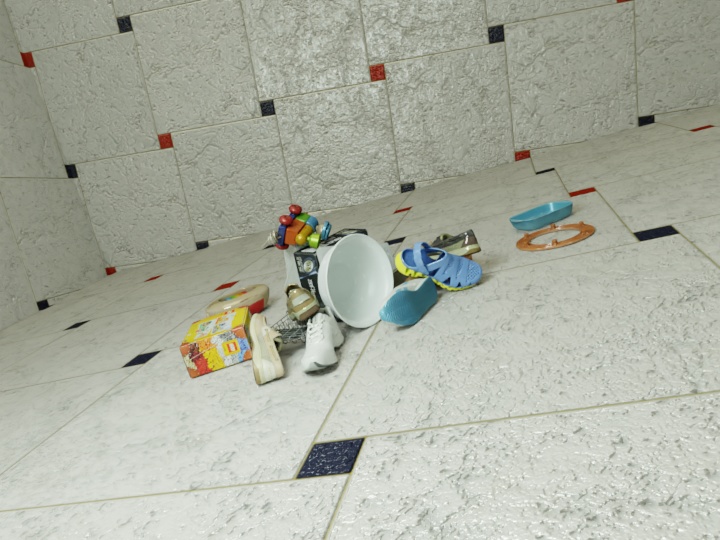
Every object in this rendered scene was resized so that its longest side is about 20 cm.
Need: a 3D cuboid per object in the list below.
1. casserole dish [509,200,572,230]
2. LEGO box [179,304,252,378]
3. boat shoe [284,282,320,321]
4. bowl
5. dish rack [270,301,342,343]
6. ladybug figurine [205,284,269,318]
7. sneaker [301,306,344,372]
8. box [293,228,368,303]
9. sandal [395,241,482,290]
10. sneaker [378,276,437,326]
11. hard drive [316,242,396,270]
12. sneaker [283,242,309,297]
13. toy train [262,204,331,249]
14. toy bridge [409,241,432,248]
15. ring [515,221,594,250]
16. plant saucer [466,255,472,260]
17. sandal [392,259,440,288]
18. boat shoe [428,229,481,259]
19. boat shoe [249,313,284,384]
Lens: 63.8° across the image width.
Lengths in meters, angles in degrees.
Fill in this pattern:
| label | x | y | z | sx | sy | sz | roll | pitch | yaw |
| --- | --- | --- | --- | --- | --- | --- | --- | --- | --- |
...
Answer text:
| label | x | y | z | sx | sy | sz | roll | pitch | yaw |
| --- | --- | --- | --- | --- | --- | --- | --- | --- | --- |
| casserole dish | 0.531 | -0.159 | 1.692 | 0.198 | 0.039 | 0.121 | -22 | 14 | -18 |
| LEGO box | -0.328 | 0.161 | 1.364 | 0.147 | 0.078 | 0.200 | -17 | 13 | -4 |
| boat shoe | -0.132 | 0.060 | 1.240 | 0.071 | 0.077 | 0.200 | -35 | 5 | -15 |
| bowl | -0.025 | 0.025 | 1.280 | 0.200 | 0.203 | 0.090 | -28 | 14 | -40 |
| dish rack | -0.134 | 0.128 | 1.319 | 0.152 | 0.055 | 0.200 | -10 | 17 | 34 |
| ladybug figurine | -0.345 | 0.101 | 1.644 | 0.199 | 0.073 | 0.135 | -24 | 15 | -29 |
| sneaker | -0.084 | 0.136 | 1.144 | 0.074 | 0.088 | 0.200 | -14 | 14 | 7 |
| box | -0.059 | -0.001 | 1.488 | 0.086 | 0.166 | 0.199 | 5 | 23 | 42 |
| sandal | 0.181 | -0.013 | 1.297 | 0.198 | 0.080 | 0.087 | 11 | -29 | -6 |
| sneaker | 0.090 | 0.072 | 1.238 | 0.080 | 0.077 | 0.199 | -15 | 4 | 36 |
| hard drive | 0.000 | 0.000 | 1.399 | 0.198 | 0.133 | 0.026 | -5 | -22 | -33 |
| sneaker | -0.142 | 0.003 | 1.533 | 0.073 | 0.202 | 0.118 | 19 | 33 | 27 |
| toy train | -0.147 | -0.079 | 1.395 | 0.114 | 0.085 | 0.200 | 16 | 30 | 6 |
| toy bridge | 0.164 | -0.046 | 1.643 | 0.067 | 0.027 | 0.200 | -47 | -12 | 20 |
| ring | 0.502 | -0.093 | 1.501 | 0.198 | 0.019 | 0.201 | -15 | 13 | 4 |
| plant saucer | 0.191 | -0.003 | 1.482 | 0.198 | 0.038 | 0.200 | -17 | 13 | 4 |
| sandal | 0.154 | 0.015 | 1.353 | 0.197 | 0.083 | 0.055 | -9 | -11 | 2 |
| boat shoe | 0.212 | -0.059 | 1.415 | 0.073 | 0.066 | 0.199 | -8 | -1 | -39 |
| boat shoe | -0.190 | 0.155 | 1.188 | 0.064 | 0.073 | 0.200 | -11 | 30 | -7 |
